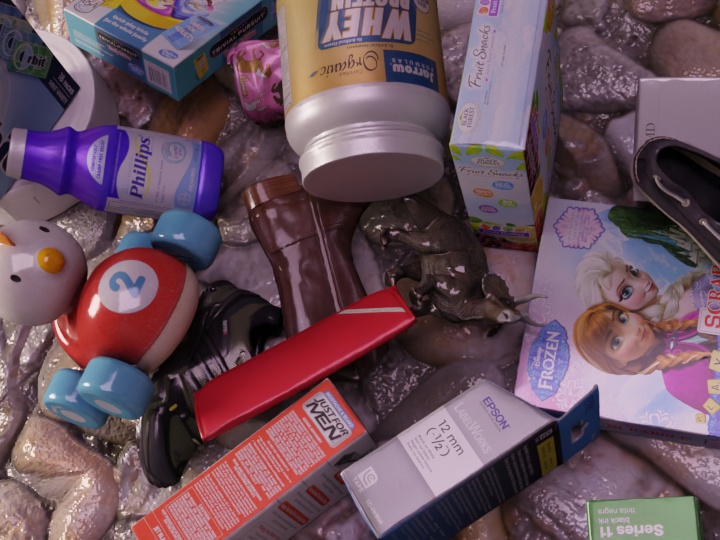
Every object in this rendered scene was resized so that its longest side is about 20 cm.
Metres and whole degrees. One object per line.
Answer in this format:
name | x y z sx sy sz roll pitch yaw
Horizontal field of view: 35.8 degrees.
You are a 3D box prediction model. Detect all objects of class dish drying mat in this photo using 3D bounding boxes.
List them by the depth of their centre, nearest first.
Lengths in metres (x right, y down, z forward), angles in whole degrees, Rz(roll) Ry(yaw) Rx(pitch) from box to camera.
dish drying mat | -0.049 0.074 0.937 0.200 0.018 0.077 -28 27 -1

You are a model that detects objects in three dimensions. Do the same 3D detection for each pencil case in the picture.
pencil case | -0.030 -0.205 1.106 0.200 0.083 0.087 -13 76 8

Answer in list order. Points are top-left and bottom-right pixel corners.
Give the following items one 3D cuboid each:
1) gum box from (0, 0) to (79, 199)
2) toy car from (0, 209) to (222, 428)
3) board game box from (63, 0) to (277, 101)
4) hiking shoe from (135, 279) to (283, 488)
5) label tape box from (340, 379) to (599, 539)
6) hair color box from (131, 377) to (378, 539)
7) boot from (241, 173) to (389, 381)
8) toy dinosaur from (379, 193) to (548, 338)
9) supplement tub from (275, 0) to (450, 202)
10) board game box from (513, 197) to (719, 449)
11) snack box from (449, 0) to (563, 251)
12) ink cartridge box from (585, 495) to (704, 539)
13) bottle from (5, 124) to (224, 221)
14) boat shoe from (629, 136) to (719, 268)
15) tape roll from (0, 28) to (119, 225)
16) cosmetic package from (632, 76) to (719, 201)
gum box | -0.363 -0.142 1.027 0.045 0.170 0.200 26 75 21
toy car | -0.259 0.011 0.977 0.177 0.200 0.184 -19 44 55
board game box | -0.179 -0.275 1.153 0.151 0.047 0.200 30 56 22
hiking shoe | -0.127 0.105 1.001 0.101 0.076 0.200 14 70 21
label tape box | 0.094 0.148 0.897 0.200 0.143 0.066 -34 65 -3
hair color box | -0.080 0.186 0.937 0.200 0.111 0.064 -36 65 -5
boot | 0.000 0.000 1.028 0.186 0.064 0.200 -16 76 -18
toy dinosaur | 0.076 -0.003 0.997 0.102 0.077 0.200 -11 49 -18
supplement tub | 0.002 -0.173 0.973 0.145 0.145 0.200 -8 75 9
board game box | 0.246 0.043 0.966 0.199 0.041 0.200 7 69 15
snack box | 0.133 -0.133 0.978 0.068 0.200 0.169 6 68 14
ink cartridge box | 0.214 0.279 0.815 0.083 0.147 0.200 -5 66 12
bottle | -0.234 -0.097 1.070 0.200 0.065 0.084 9 77 -16
boat shoe | 0.310 -0.040 0.910 0.200 0.063 0.073 37 90 5
tape roll | -0.357 -0.149 1.162 0.202 0.071 0.203 -4 66 10
cosmetic package | 0.339 -0.114 0.970 0.200 0.081 0.113 0 99 12
